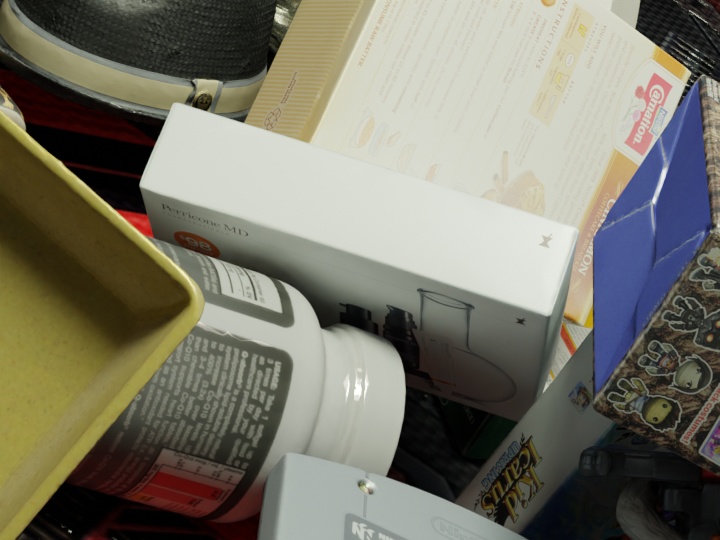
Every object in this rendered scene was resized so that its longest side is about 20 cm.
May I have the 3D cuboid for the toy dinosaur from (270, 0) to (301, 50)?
[{"bbox_3d":[-0.075,-0.175,1.369,0.200,0.077,0.102,34,2,20],"label":"toy dinosaur"}]

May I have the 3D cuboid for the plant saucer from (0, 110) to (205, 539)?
[{"bbox_3d":[-0.189,0.027,0.862,0.200,0.200,0.048,41,0,12],"label":"plant saucer"}]

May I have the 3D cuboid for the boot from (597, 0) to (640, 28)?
[{"bbox_3d":[0.104,-0.103,1.283,0.090,0.201,0.073,8,-15,24],"label":"boot"}]

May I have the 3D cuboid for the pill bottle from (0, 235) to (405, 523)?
[{"bbox_3d":[-0.087,0.048,0.969,0.199,0.116,0.116,19,32,-24],"label":"pill bottle"}]

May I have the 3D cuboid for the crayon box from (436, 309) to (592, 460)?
[{"bbox_3d":[0.128,0.059,1.227,0.199,0.052,0.126,12,36,-31],"label":"crayon box"}]

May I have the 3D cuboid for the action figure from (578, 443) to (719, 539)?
[{"bbox_3d":[0.186,0.139,1.000,0.199,0.194,0.105,4,71,-10],"label":"action figure"}]

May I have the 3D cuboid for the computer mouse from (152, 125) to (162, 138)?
[{"bbox_3d":[-0.068,-0.076,1.233,0.200,0.053,0.138,45,31,20],"label":"computer mouse"}]

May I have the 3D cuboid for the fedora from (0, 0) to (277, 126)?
[{"bbox_3d":[-0.115,-0.153,1.182,0.199,0.092,0.201,19,23,-8],"label":"fedora"}]

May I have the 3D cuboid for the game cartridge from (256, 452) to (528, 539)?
[{"bbox_3d":[0.044,0.156,0.919,0.199,0.041,0.134,27,33,-13],"label":"game cartridge"}]

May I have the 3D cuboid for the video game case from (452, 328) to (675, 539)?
[{"bbox_3d":[0.156,0.083,1.087,0.199,0.182,0.046,-2,45,-45],"label":"video game case"}]

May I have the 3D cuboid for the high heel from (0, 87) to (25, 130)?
[{"bbox_3d":[-0.219,-0.092,1.045,0.143,0.071,0.200,49,2,17],"label":"high heel"}]

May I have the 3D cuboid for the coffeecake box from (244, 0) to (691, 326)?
[{"bbox_3d":[0.057,-0.084,1.113,0.200,0.154,0.073,31,-12,-32],"label":"coffeecake box"}]

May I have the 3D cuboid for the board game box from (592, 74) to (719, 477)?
[{"bbox_3d":[0.207,0.029,0.923,0.199,0.097,0.160,28,27,-8],"label":"board game box"}]

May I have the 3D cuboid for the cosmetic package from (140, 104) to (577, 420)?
[{"bbox_3d":[0.000,0.000,1.044,0.199,0.151,0.052,18,67,9],"label":"cosmetic package"}]
